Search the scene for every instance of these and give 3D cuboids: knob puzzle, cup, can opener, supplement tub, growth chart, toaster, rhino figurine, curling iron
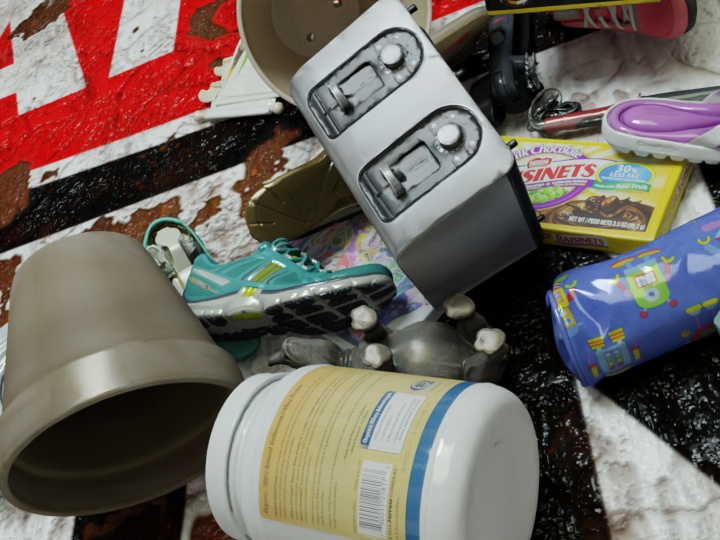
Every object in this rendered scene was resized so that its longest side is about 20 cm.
[{"bbox_3d":[0.043,-0.189,0.942,0.219,0.031,0.220,-39,-1,-1],"label":"knob puzzle"},{"bbox_3d":[-0.037,-0.273,1.068,0.199,0.201,0.143,-35,18,-2],"label":"cup"},{"bbox_3d":[0.142,-0.223,0.988,0.078,0.064,0.202,-9,50,24],"label":"can opener"},{"bbox_3d":[0.008,0.141,0.693,0.198,0.145,0.146,3,55,32],"label":"supplement tub"},{"bbox_3d":[-0.108,-0.249,1.188,0.143,0.018,0.201,7,57,35],"label":"growth chart"},{"bbox_3d":[0.050,-0.085,0.799,0.118,0.200,0.182,-33,66,5],"label":"toaster"},{"bbox_3d":[0.020,0.068,0.780,0.198,0.088,0.060,-6,59,16],"label":"rhino figurine"},{"bbox_3d":[0.241,-0.149,0.893,0.198,0.026,0.050,-4,54,27],"label":"curling iron"}]

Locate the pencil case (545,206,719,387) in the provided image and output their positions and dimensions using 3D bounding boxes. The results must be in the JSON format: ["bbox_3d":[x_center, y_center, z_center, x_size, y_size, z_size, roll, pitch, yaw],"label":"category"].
[{"bbox_3d":[0.229,0.008,0.727,0.198,0.078,0.088,-26,73,7],"label":"pencil case"}]

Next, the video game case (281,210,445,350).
[{"bbox_3d":[0.000,0.000,0.911,0.199,0.018,0.143,28,69,42],"label":"video game case"}]

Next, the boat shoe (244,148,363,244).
[{"bbox_3d":[-0.018,-0.084,0.932,0.198,0.074,0.065,-25,3,-12],"label":"boat shoe"}]

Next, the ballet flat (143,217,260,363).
[{"bbox_3d":[-0.160,0.012,0.956,0.067,0.071,0.200,-36,44,-7],"label":"ballet flat"}]

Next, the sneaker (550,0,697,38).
[{"bbox_3d":[0.227,-0.248,0.946,0.086,0.074,0.200,-29,34,-15],"label":"sneaker"}]

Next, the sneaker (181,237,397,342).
[{"bbox_3d":[-0.066,0.009,0.858,0.198,0.078,0.081,-4,66,20],"label":"sneaker"}]

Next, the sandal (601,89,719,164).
[{"bbox_3d":[0.294,-0.123,0.802,0.200,0.050,0.083,-2,44,16],"label":"sandal"}]

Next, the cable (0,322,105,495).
[{"bbox_3d":[-0.297,0.112,0.949,0.198,0.069,0.202,-10,49,23],"label":"cable"}]

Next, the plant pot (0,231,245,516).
[{"bbox_3d":[-0.203,0.070,0.809,0.199,0.200,0.175,-28,61,6],"label":"plant pot"}]

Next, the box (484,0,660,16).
[{"bbox_3d":[0.215,-0.301,0.918,0.158,0.050,0.201,4,40,29],"label":"box"}]

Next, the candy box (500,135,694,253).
[{"bbox_3d":[0.172,-0.068,0.865,0.198,0.027,0.103,9,55,35],"label":"candy box"}]

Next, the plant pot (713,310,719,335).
[{"bbox_3d":[0.333,0.026,0.616,0.199,0.141,0.142,-36,43,8],"label":"plant pot"}]
